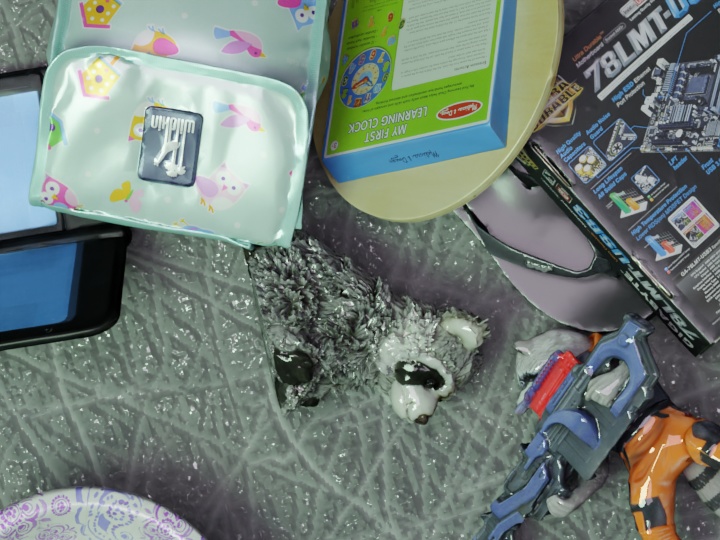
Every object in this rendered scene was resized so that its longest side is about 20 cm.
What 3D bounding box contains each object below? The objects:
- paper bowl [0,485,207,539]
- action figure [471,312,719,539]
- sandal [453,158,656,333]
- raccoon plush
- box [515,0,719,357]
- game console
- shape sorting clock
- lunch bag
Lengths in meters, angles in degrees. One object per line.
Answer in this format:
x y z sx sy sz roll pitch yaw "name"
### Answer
-0.169 0.235 1.689 0.199 0.104 0.202 2 79 -11 "paper bowl"
0.157 0.119 1.706 0.194 0.104 0.200 48 122 10 "action figure"
0.101 -0.031 1.722 0.200 0.043 0.076 38 91 5 "sandal"
0.000 0.000 1.710 0.133 0.097 0.201 -13 87 -4 "raccoon plush"
0.211 -0.087 1.694 0.200 0.050 0.199 -42 83 -12 "box"
-0.248 -0.033 1.713 0.199 0.116 0.177 -9 88 4 "game console"
0.045 -0.125 1.684 0.199 0.039 0.201 -22 57 37 "shape sorting clock"
-0.105 -0.117 1.680 0.169 0.122 0.201 9 73 -2 "lunch bag"
